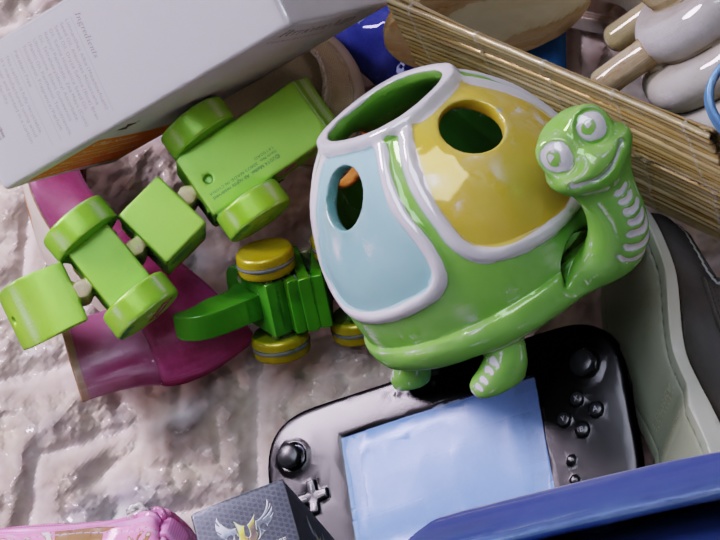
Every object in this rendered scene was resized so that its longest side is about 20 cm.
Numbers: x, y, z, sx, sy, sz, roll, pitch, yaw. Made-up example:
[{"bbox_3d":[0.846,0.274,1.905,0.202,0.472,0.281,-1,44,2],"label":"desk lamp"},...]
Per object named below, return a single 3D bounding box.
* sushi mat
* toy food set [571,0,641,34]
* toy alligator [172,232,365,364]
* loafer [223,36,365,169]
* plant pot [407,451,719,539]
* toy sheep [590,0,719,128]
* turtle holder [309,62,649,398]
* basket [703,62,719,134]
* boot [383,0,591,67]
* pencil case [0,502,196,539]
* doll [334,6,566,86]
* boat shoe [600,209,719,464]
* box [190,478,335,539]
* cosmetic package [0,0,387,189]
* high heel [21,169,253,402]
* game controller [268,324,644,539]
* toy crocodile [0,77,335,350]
[{"bbox_3d":[0.102,-0.072,1.436,0.199,0.096,0.012,26,66,32],"label":"sushi mat"},{"bbox_3d":[0.167,-0.213,1.556,0.143,0.060,0.201,16,71,40],"label":"toy food set"},{"bbox_3d":[0.000,0.000,1.518,0.199,0.060,0.054,-14,24,-4],"label":"toy alligator"},{"bbox_3d":[-0.076,-0.116,1.583,0.200,0.068,0.076,37,113,38],"label":"loafer"},{"bbox_3d":[0.126,0.199,1.288,0.199,0.200,0.181,-15,53,15],"label":"plant pot"},{"bbox_3d":[0.198,-0.097,1.427,0.138,0.200,0.138,-40,17,15],"label":"toy sheep"},{"bbox_3d":[0.051,-0.023,1.393,0.141,0.132,0.185,-35,17,-7],"label":"turtle holder"},{"bbox_3d":[0.269,-0.054,1.278,0.176,0.139,0.200,-36,88,2],"label":"basket"},{"bbox_3d":[0.092,-0.199,1.502,0.201,0.071,0.145,-29,46,24],"label":"boot"},{"bbox_3d":[-0.170,0.167,1.478,0.199,0.083,0.087,-7,55,20],"label":"pencil case"},{"bbox_3d":[0.057,-0.109,1.544,0.137,0.048,0.200,-52,58,15],"label":"doll"},{"bbox_3d":[0.165,0.051,1.419,0.060,0.072,0.202,4,46,-19],"label":"boat shoe"},{"bbox_3d":[-0.006,0.204,1.330,0.051,0.200,0.158,-21,60,8],"label":"box"},{"bbox_3d":[-0.097,-0.118,1.500,0.199,0.101,0.072,-28,86,33],"label":"cosmetic package"},{"bbox_3d":[-0.125,-0.022,1.579,0.095,0.068,0.201,-15,51,-6],"label":"high heel"},{"bbox_3d":[0.045,0.098,1.442,0.199,0.042,0.105,-19,57,24],"label":"game controller"},{"bbox_3d":[-0.096,-0.026,1.506,0.200,0.062,0.068,-40,84,-7],"label":"toy crocodile"}]
